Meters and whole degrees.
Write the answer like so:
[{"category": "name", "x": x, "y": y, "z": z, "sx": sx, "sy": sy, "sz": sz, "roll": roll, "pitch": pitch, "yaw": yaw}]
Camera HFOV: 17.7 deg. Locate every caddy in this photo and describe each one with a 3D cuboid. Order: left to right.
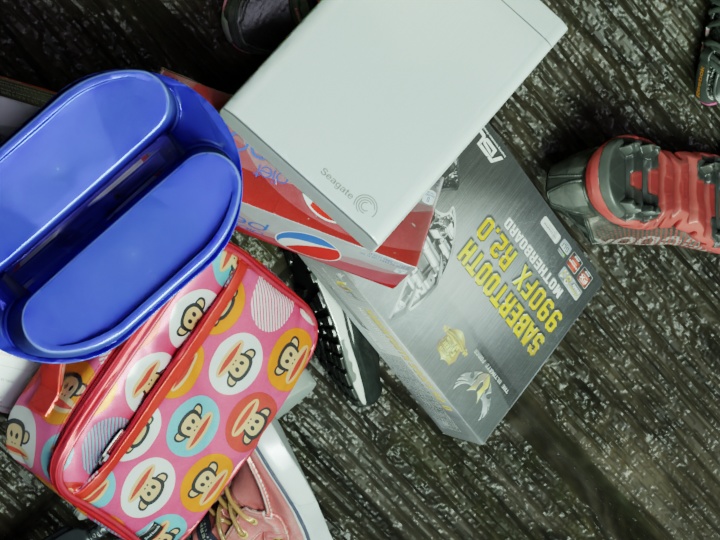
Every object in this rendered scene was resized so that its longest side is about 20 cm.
[{"category": "caddy", "x": -0.161, "y": -0.034, "z": 1.391, "sx": 0.200, "sy": 0.105, "sz": 0.141, "roll": -41, "pitch": 94, "yaw": -7}]

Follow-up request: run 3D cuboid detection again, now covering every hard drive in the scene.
[{"category": "hard drive", "x": 0.023, "y": -0.128, "z": 1.482, "sx": 0.132, "sy": 0.027, "sz": 0.200, "roll": 41, "pitch": 72, "yaw": -1}]

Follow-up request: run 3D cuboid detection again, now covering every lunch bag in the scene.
[{"category": "lunch bag", "x": -0.134, "y": 0.066, "z": 1.491, "sx": 0.200, "sy": 0.082, "sz": 0.176, "roll": -56, "pitch": 138, "yaw": -8}]

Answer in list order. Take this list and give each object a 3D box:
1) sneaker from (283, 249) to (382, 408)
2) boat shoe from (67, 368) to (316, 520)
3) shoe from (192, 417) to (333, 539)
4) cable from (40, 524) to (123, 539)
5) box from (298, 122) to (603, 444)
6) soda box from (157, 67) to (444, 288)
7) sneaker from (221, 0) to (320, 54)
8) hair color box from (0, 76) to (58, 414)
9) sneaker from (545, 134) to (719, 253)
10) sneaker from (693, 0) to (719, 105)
[{"category": "sneaker", "x": 0.000, "y": 0.000, "z": 1.630, "sx": 0.087, "sy": 0.076, "sz": 0.200, "roll": -22, "pitch": 113, "yaw": -15}, {"category": "boat shoe", "x": -0.126, "y": 0.103, "z": 1.626, "sx": 0.200, "sy": 0.071, "sz": 0.064, "roll": -25, "pitch": 77, "yaw": -22}, {"category": "shoe", "x": -0.078, "y": 0.169, "z": 1.627, "sx": 0.091, "sy": 0.072, "sz": 0.200, "roll": -25, "pitch": 149, "yaw": -4}, {"category": "cable", "x": -0.206, "y": 0.252, "z": 1.659, "sx": 0.200, "sy": 0.051, "sz": 0.163, "roll": -33, "pitch": 132, "yaw": 13}, {"category": "box", "x": 0.066, "y": -0.002, "z": 1.619, "sx": 0.158, "sy": 0.048, "sz": 0.200, "roll": -51, "pitch": 123, "yaw": -21}, {"category": "soda box", "x": -0.052, "y": -0.057, "z": 1.495, "sx": 0.200, "sy": 0.063, "sz": 0.070, "roll": 21, "pitch": 73, "yaw": -8}, {"category": "sneaker", "x": 0.004, "y": -0.192, "z": 1.552, "sx": 0.200, "sy": 0.095, "sz": 0.079, "roll": -21, "pitch": 115, "yaw": -8}, {"category": "hair color box", "x": -0.231, "y": -0.017, "z": 1.464, "sx": 0.111, "sy": 0.064, "sz": 0.200, "roll": 16, "pitch": 105, "yaw": -25}, {"category": "sneaker", "x": 0.211, "y": -0.051, "z": 1.676, "sx": 0.200, "sy": 0.098, "sz": 0.071, "roll": 11, "pitch": 77, "yaw": -44}, {"category": "sneaker", "x": 0.276, "y": -0.155, "z": 1.656, "sx": 0.086, "sy": 0.080, "sz": 0.200, "roll": -26, "pitch": 113, "yaw": -5}]
